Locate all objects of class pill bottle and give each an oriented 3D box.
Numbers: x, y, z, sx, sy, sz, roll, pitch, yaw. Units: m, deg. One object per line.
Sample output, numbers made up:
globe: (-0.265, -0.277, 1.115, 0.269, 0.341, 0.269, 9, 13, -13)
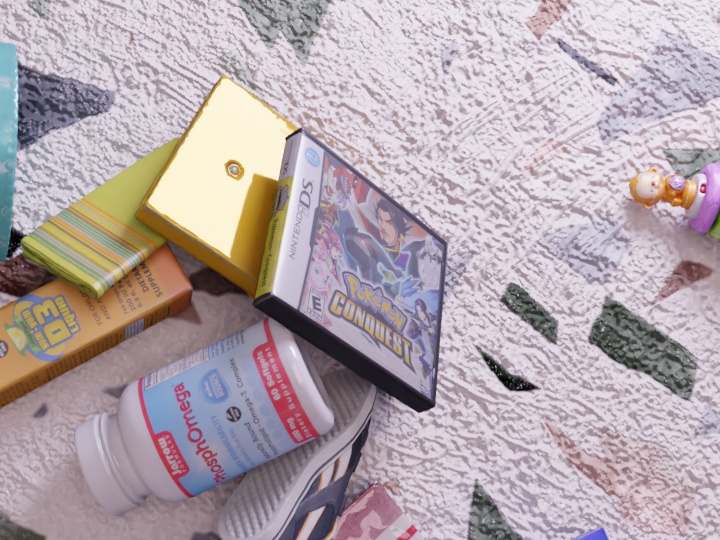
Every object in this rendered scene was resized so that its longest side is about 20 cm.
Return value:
pill bottle: (-0.129, 0.124, 0.949, 0.199, 0.109, 0.109, -26, 84, 1)

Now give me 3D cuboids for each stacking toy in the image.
stacking toy: (0.367, -0.069, 1.141, 0.198, 0.110, 0.117, 12, 77, 1)

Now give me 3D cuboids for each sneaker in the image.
sneaker: (-0.047, 0.177, 0.992, 0.200, 0.078, 0.080, -51, 135, -31)

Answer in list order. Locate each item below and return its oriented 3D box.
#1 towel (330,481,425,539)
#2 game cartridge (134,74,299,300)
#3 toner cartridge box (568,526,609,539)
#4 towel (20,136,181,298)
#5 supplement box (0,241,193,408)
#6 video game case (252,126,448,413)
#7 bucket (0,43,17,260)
towel: (0.024, 0.309, 1.004, 0.144, 0.023, 0.200, -38, 90, -20)
game cartridge: (-0.079, -0.055, 1.016, 0.199, 0.032, 0.177, 36, 49, -15)
toner cartridge box: (0.142, 0.306, 1.000, 0.198, 0.043, 0.096, -17, 74, -20)
towel: (-0.191, -0.049, 0.985, 0.086, 0.018, 0.200, 31, 46, 17)
supplement box: (-0.245, 0.043, 0.979, 0.199, 0.069, 0.067, -30, 83, -16)
video game case: (0.000, 0.000, 0.990, 0.200, 0.025, 0.182, 36, 45, -32)
bucket: (-0.349, -0.097, 0.913, 0.134, 0.207, 0.209, 3, 76, -20)
